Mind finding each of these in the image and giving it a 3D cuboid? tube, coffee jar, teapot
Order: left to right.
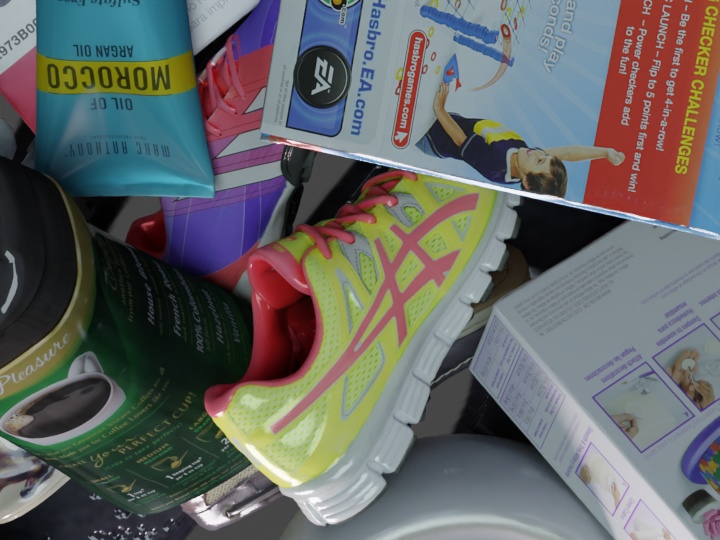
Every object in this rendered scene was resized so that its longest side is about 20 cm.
[{"bbox_3d":[-0.121,0.028,0.976,0.104,0.086,0.200,-30,146,18],"label":"coffee jar"},{"bbox_3d":[-0.102,-0.124,0.955,0.077,0.050,0.201,3,113,12],"label":"tube"},{"bbox_3d":[0.046,0.149,1.061,0.199,0.146,0.198,20,109,-8],"label":"teapot"}]

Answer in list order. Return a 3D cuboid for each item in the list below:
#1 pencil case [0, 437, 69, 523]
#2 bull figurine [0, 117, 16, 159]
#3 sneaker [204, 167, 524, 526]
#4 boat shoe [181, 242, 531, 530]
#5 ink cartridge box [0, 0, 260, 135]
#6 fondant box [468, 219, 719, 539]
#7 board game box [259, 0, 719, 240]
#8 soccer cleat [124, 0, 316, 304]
[{"bbox_3d":[-0.196,0.022,1.077,0.089,0.078,0.200,-27,104,37],"label":"pencil case"},{"bbox_3d":[-0.229,-0.087,1.006,0.121,0.200,0.065,-21,150,-16],"label":"bull figurine"},{"bbox_3d":[0.000,0.000,0.988,0.090,0.078,0.200,33,65,-21],"label":"sneaker"},{"bbox_3d":[-0.005,0.054,1.079,0.200,0.072,0.065,-29,118,8],"label":"boat shoe"},{"bbox_3d":[-0.133,-0.173,1.007,0.145,0.084,0.200,-37,101,14],"label":"ink cartridge box"},{"bbox_3d":[0.163,0.066,0.987,0.200,0.144,0.058,49,151,21],"label":"fondant box"},{"bbox_3d":[0.078,-0.125,0.817,0.195,0.056,0.201,14,101,19],"label":"board game box"},{"bbox_3d":[-0.055,-0.057,1.010,0.073,0.068,0.200,14,141,-3],"label":"soccer cleat"}]
